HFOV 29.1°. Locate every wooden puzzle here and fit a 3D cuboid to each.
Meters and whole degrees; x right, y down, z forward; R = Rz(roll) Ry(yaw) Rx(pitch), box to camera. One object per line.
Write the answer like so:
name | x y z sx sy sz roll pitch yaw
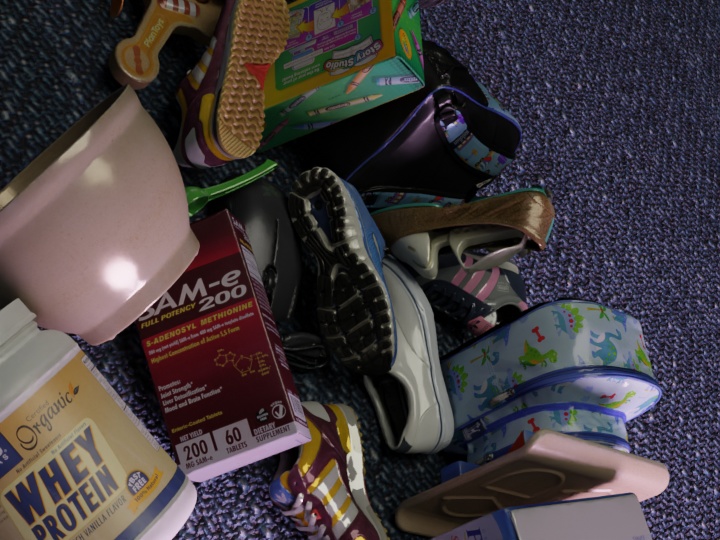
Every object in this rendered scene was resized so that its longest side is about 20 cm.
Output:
wooden puzzle | 0.157 0.201 1.294 0.184 0.200 0.047 19 50 -35

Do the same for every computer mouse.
computer mouse | -0.087 -0.009 1.300 0.137 0.053 0.202 12 58 -38

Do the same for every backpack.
backpack | 0.062 -0.141 1.437 0.199 0.183 0.135 14 38 -52
backpack | 0.191 0.127 1.364 0.182 0.200 0.148 13 52 -39

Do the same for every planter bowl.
planter bowl | -0.211 -0.029 1.087 0.135 0.199 0.201 48 42 -15

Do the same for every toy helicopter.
toy helicopter | -0.196 -0.254 1.332 0.132 0.079 0.201 37 48 -20

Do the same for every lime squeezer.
lime squeezer | -0.148 -0.030 1.256 0.070 0.038 0.201 32 63 -16

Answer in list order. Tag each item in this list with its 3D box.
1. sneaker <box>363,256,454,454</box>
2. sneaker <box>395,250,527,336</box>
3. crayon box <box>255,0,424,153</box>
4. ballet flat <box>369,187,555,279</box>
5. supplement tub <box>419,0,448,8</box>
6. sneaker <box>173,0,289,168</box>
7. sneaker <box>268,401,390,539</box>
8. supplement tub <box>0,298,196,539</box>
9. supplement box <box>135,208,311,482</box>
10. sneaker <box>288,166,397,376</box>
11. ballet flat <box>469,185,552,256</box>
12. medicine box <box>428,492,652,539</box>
sneaker | 0.034 0.080 1.346 0.070 0.073 0.202 -1 66 -45
sneaker | 0.106 0.027 1.450 0.198 0.070 0.083 4 60 -41
crayon box | -0.039 -0.206 1.354 0.058 0.198 0.120 39 40 -50
ballet flat | 0.092 -0.030 1.352 0.068 0.198 0.073 60 27 -59
supplement tub | 0.025 -0.357 1.570 0.199 0.122 0.124 -14 75 -48
sneaker | -0.131 -0.191 1.312 0.075 0.089 0.202 38 54 -40
sneaker | -0.036 0.211 1.207 0.089 0.075 0.202 4 56 -33
supplement tub | -0.230 0.135 1.003 0.201 0.144 0.144 51 42 -7
supplement box | -0.124 0.063 1.169 0.061 0.108 0.202 52 17 -74
sneaker | 0.000 0.000 1.315 0.089 0.078 0.202 1 72 -61
ballet flat | 0.157 -0.048 1.463 0.071 0.200 0.073 0 90 -23
medicine box | 0.133 0.278 1.221 0.181 0.199 0.104 3 64 -43
